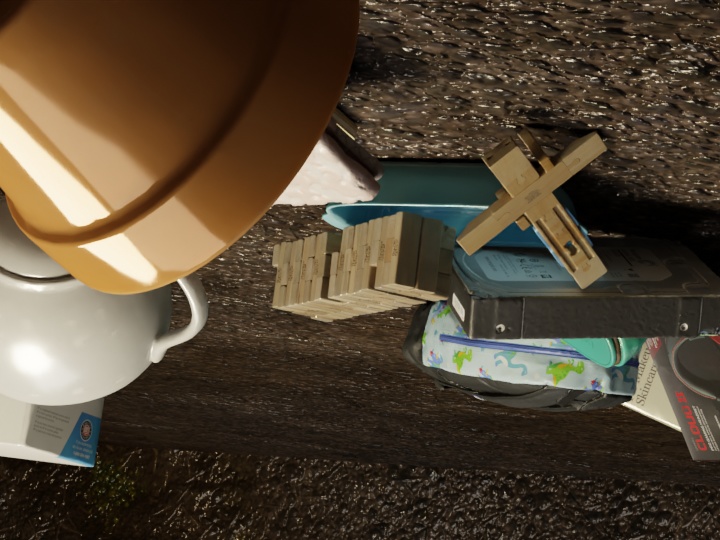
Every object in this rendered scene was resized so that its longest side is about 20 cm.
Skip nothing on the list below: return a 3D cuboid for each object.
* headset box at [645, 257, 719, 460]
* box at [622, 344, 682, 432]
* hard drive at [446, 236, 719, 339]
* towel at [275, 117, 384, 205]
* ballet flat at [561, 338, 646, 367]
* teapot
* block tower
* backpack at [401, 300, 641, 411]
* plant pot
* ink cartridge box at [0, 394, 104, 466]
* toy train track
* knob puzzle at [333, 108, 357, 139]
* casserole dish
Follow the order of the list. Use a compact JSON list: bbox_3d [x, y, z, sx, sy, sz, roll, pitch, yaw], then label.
[{"bbox_3d":[0.310,0.069,1.586,0.075,0.150,0.199,-32,-165,-32],"label":"headset box"},{"bbox_3d":[0.326,0.114,1.832,0.199,0.083,0.068,23,-168,21],"label":"box"},{"bbox_3d":[0.163,0.011,1.507,0.198,0.038,0.140,1,-162,-9],"label":"hard drive"},{"bbox_3d":[-0.109,-0.098,1.225,0.198,0.032,0.191,-1,149,36],"label":"towel"},{"bbox_3d":[0.158,0.017,1.631,0.070,0.068,0.199,-31,-139,-30],"label":"ballet flat"},{"bbox_3d":[-0.240,0.001,1.623,0.198,0.198,0.147,-12,135,-15],"label":"teapot"},{"bbox_3d":[0.000,0.000,1.514,0.054,0.058,0.199,13,169,-27],"label":"block tower"},{"bbox_3d":[0.157,0.062,1.754,0.162,0.155,0.200,15,-172,-26],"label":"backpack"},{"bbox_3d":[-0.118,-0.109,0.924,0.199,0.202,0.140,-4,149,45],"label":"plant pot"},{"bbox_3d":[-0.317,0.062,1.835,0.145,0.202,0.147,4,169,20],"label":"ink cartridge box"},{"bbox_3d":[0.122,-0.043,1.363,0.114,0.033,0.200,-37,146,5],"label":"toy train track"},{"bbox_3d":[-0.125,-0.106,1.314,0.217,0.031,0.220,7,169,1],"label":"knob puzzle"},{"bbox_3d":[0.069,-0.049,1.467,0.198,0.039,0.121,1,167,22],"label":"casserole dish"}]
